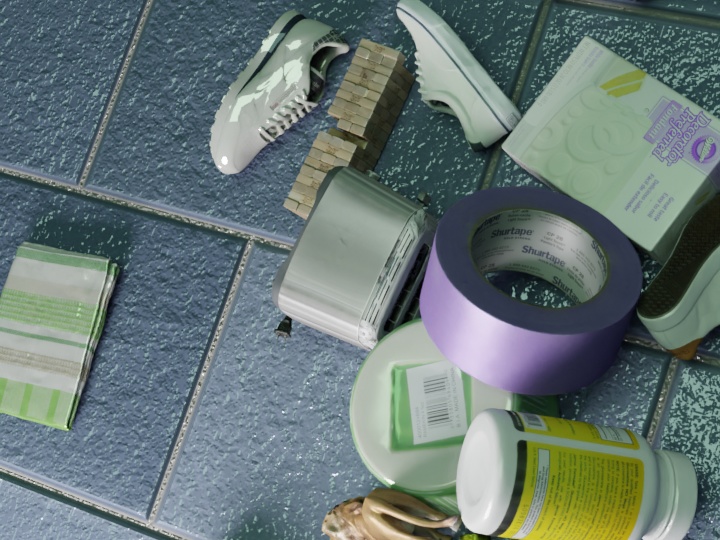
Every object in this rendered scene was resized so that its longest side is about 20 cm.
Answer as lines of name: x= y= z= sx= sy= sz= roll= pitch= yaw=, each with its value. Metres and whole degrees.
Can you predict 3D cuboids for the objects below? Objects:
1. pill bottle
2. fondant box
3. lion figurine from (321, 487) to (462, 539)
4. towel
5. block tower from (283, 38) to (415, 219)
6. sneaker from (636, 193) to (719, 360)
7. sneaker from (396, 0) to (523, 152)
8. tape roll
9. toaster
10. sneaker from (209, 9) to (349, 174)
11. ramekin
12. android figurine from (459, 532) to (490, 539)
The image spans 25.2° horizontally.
pill bottle: x=0.196 y=0.193 z=1.454 sx=0.199 sy=0.112 sz=0.113 roll=10 pitch=75 yaw=-14
fondant box: x=0.262 y=-0.121 z=1.599 sx=0.200 sy=0.058 sz=0.144 roll=38 pitch=92 yaw=28
lion figurine: x=0.029 y=0.240 z=1.537 sx=0.122 sy=0.200 sz=0.073 roll=27 pitch=62 yaw=6
towel: x=-0.360 y=0.074 z=1.848 sx=0.149 sy=0.031 sz=0.201 roll=10 pitch=81 yaw=30
block tower: x=-0.009 y=-0.144 z=1.734 sx=0.054 sy=0.058 sz=0.201 roll=23 pitch=87 yaw=29
sneaker: x=0.341 y=0.000 z=1.530 sx=0.200 sy=0.085 sz=0.073 roll=-48 pitch=31 yaw=-16
sneaker: x=0.087 y=-0.209 z=1.698 sx=0.071 sy=0.073 sz=0.200 roll=-39 pitch=62 yaw=5
tape roll: x=0.160 y=0.016 z=1.524 sx=0.199 sy=0.085 sz=0.200 roll=6 pitch=43 yaw=-6
toaster: x=0.000 y=0.000 z=1.652 sx=0.129 sy=0.114 sz=0.201 roll=24 pitch=83 yaw=26
sneaker: x=-0.093 y=-0.189 z=1.780 sx=0.080 sy=0.076 sz=0.201 roll=30 pitch=90 yaw=20
ramekin: x=0.086 y=0.139 z=1.575 sx=0.199 sy=0.098 sz=0.201 roll=-8 pitch=71 yaw=23
android figurine: x=0.142 y=0.346 z=1.519 sx=0.181 sy=0.041 sz=0.201 roll=-11 pitch=69 yaw=21
